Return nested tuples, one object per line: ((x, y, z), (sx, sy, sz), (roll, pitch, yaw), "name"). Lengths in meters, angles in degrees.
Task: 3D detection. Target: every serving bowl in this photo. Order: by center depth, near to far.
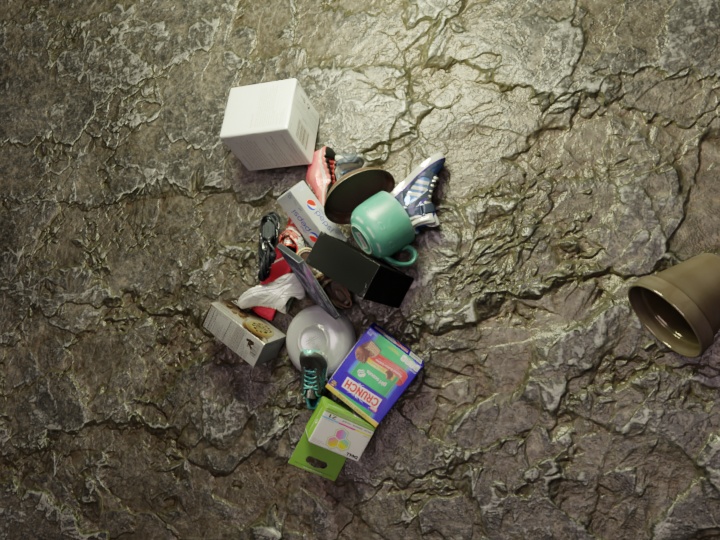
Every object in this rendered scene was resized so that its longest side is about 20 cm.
((-0.115, 0.190, 1.712), (0.200, 0.066, 0.201), (-1, 86, 18), "serving bowl")

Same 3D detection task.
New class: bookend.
((0.000, 0.000, 1.637), (0.200, 0.199, 0.092), (31, 96, 29), "bookend")

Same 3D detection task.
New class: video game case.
((-0.134, 0.028, 1.645), (0.019, 0.200, 0.143), (-38, 34, -13), "video game case")

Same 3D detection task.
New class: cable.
((-0.250, -0.067, 1.744), (0.051, 0.200, 0.163), (4, 128, -13), "cable")

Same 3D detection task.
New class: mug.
((0.055, -0.096, 1.611), (0.114, 0.152, 0.185), (-33, 59, -15), "mug")

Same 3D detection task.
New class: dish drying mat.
((-0.242, 0.034, 1.793), (0.077, 0.018, 0.200), (23, 93, 18), "dish drying mat")

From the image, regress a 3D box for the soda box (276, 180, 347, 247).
((-0.127, -0.133, 1.692), (0.068, 0.063, 0.200), (-27, 105, 46), "soda box")

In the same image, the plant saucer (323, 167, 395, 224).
((-0.006, -0.196, 1.642), (0.200, 0.200, 0.032), (-34, 60, 13), "plant saucer")

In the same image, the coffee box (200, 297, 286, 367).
((-0.319, 0.165, 1.753), (0.200, 0.113, 0.080), (34, 109, 19), "coffee box")

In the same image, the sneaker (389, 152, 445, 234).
((0.175, -0.187, 1.643), (0.200, 0.081, 0.147), (-41, 82, 8), "sneaker")

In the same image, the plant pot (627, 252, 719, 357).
((0.717, 0.058, 1.385), (0.173, 0.200, 0.200), (-37, 74, -4), "plant pot")

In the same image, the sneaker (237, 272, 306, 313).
((-0.239, 0.078, 1.744), (0.200, 0.078, 0.100), (-21, 88, 13), "sneaker")

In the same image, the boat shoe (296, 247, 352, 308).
((-0.090, 0.022, 1.672), (0.072, 0.072, 0.200), (-39, 101, -5), "boat shoe")

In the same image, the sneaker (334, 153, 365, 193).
((-0.026, -0.241, 1.651), (0.077, 0.200, 0.087), (-2, 80, -3), "sneaker")

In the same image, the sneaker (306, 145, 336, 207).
((-0.106, -0.234, 1.753), (0.087, 0.074, 0.201), (-8, 80, 34), "sneaker")

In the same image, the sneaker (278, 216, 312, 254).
((-0.174, -0.115, 1.732), (0.067, 0.108, 0.202), (-9, 83, 24), "sneaker")

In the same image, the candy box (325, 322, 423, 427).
((0.035, 0.264, 1.634), (0.169, 0.077, 0.200), (37, 99, 5), "candy box")

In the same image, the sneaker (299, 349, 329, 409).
((-0.119, 0.282, 1.637), (0.077, 0.200, 0.091), (1, 44, 9), "sneaker")

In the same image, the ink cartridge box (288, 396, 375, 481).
((-0.074, 0.446, 1.636), (0.148, 0.076, 0.200), (26, 95, -16), "ink cartridge box")

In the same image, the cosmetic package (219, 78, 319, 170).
((-0.240, -0.389, 1.727), (0.199, 0.167, 0.167), (-2, 65, 19), "cosmetic package")
